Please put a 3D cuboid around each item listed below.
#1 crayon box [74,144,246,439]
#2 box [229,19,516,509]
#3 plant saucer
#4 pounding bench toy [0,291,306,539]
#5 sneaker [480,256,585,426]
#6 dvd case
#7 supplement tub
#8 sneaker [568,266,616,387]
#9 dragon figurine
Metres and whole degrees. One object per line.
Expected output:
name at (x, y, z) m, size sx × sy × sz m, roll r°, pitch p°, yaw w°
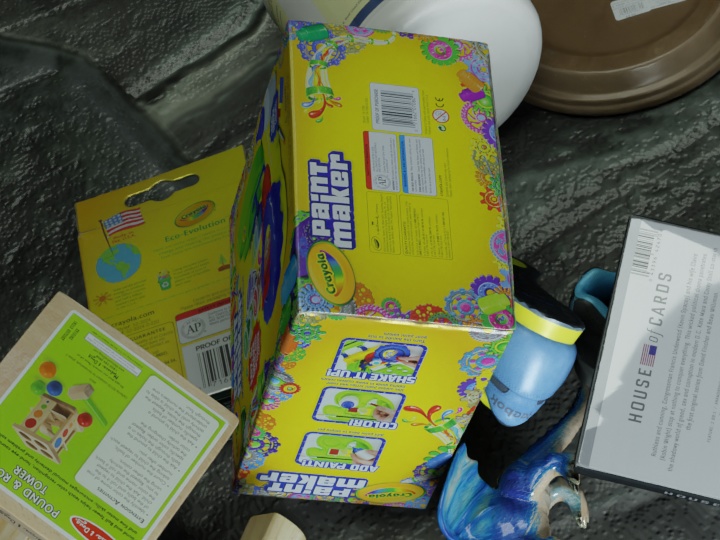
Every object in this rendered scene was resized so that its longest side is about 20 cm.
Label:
crayon box at (-0.108, 0.021, 1.428) m, size 0.126 × 0.051 × 0.201 m, roll -18°, pitch 49°, yaw 4°
box at (0.000, 0.000, 1.273) m, size 0.121 × 0.193 × 0.201 m, roll 5°, pitch 53°, yaw -12°
plant saucer at (0.173, -0.189, 1.518) m, size 0.199 × 0.030 × 0.201 m, roll -9°, pitch 50°, yaw 11°
pounding bench toy at (-0.140, 0.144, 1.263) m, size 0.199 × 0.156 × 0.124 m, roll 35°, pitch 58°, yaw 0°
sneaker at (0.075, 0.032, 1.323) m, size 0.200 × 0.066 × 0.079 m, roll -120°, pitch 53°, yaw -70°
dvd case at (0.230, 0.062, 1.230) m, size 0.199 × 0.025 × 0.151 m, roll 13°, pitch 74°, yaw 6°
supplement tub at (0.017, -0.184, 1.489) m, size 0.144 × 0.145 × 0.200 m, roll -28°, pitch 49°, yaw -5°
sneaker at (0.217, 0.034, 1.285) m, size 0.199 × 0.082 × 0.074 m, roll -4°, pitch 49°, yaw 14°
dragon figurine at (0.076, 0.137, 1.259) m, size 0.099 × 0.059 × 0.201 m, roll 5°, pitch 59°, yaw 15°
